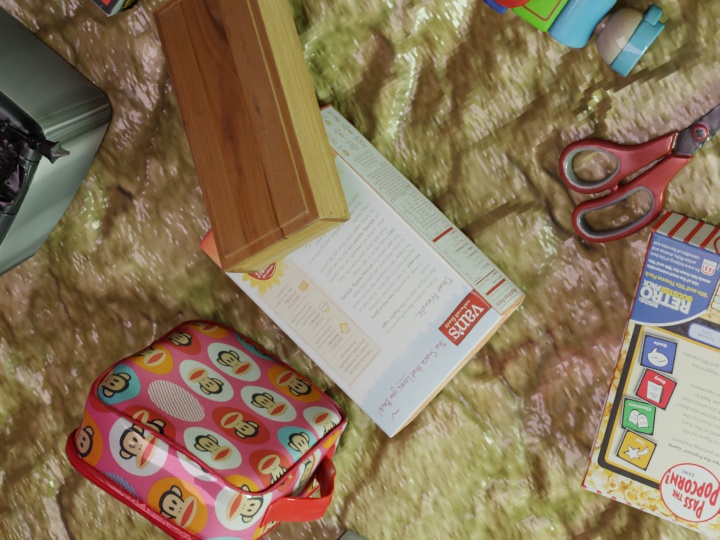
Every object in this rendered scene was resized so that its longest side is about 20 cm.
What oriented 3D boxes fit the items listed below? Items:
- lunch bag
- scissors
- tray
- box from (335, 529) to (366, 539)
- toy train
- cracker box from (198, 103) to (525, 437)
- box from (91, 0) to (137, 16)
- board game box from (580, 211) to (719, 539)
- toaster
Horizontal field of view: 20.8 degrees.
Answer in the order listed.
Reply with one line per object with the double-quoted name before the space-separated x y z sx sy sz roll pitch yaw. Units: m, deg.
"lunch bag" -0.095 0.122 1.403 0.176 0.200 0.082 31 113 13
"scissors" 0.218 -0.079 1.292 0.199 0.014 0.073 -23 94 29
"tray" -0.078 -0.110 1.358 0.098 0.037 0.201 -28 71 37
"box" 0.037 0.315 1.493 0.199 0.048 0.159 29 117 13
"toy train" 0.173 -0.225 1.226 0.116 0.085 0.200 34 119 -1
"cracker box" 0.000 0.000 1.395 0.200 0.058 0.134 45 119 7
"box" -0.207 -0.299 1.400 0.200 0.040 0.137 44 119 6
"board game box" 0.245 0.080 1.313 0.151 0.046 0.201 21 115 17
"toaster" -0.301 -0.093 1.470 0.200 0.119 0.181 39 120 9
